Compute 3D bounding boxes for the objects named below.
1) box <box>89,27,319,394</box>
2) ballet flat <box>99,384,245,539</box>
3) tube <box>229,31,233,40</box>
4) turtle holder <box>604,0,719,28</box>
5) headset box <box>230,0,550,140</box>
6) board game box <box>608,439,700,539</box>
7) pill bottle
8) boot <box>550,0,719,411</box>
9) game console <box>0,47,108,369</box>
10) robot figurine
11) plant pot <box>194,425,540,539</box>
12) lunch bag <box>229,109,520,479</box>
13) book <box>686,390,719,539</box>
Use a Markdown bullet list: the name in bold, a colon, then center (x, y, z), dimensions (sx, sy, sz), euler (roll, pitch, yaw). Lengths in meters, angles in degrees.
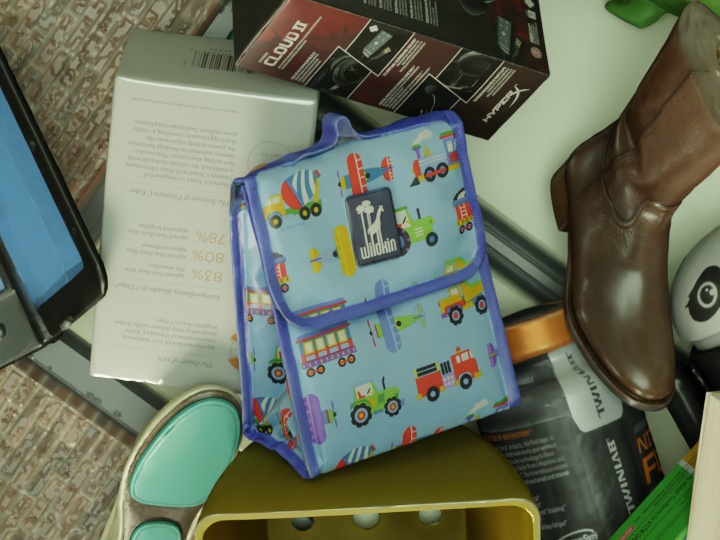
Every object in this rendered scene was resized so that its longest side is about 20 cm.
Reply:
- **box**: center (-0.095, -0.036, 1.584), dimensions (0.124, 0.098, 0.201), euler (7, 113, -1)
- **ballet flat**: center (-0.128, 0.139, 1.619), dimensions (0.069, 0.070, 0.201), euler (23, 118, -2)
- **tube**: center (-0.027, -0.211, 1.625), dimensions (0.077, 0.050, 0.201), euler (24, 89, -12)
- **turtle holder**: center (0.206, -0.211, 1.578), dimensions (0.185, 0.141, 0.132), euler (29, 93, -2)
- **headset box**: center (0.005, -0.180, 1.539), dimensions (0.199, 0.077, 0.150), euler (16, 51, -27)
- **board game box**: center (0.217, 0.217, 1.586), dimensions (0.153, 0.040, 0.201), euler (-45, 130, -22)
- **pill bottle**: center (0.135, 0.121, 1.623), dimensions (0.106, 0.106, 0.201), euler (-18, 95, 1)
- **boot**: center (0.189, -0.038, 1.530), dimensions (0.064, 0.200, 0.187), euler (-3, 63, -30)
- **game console**: center (-0.263, -0.036, 1.586), dimensions (0.175, 0.116, 0.201), euler (-26, 84, 2)
- **robot figurine**: center (0.280, 0.057, 1.608), dimensions (0.150, 0.125, 0.201), euler (-36, 96, -33)
- **plant pot**: center (0.007, 0.193, 1.578), dimensions (0.199, 0.177, 0.201), euler (-3, 113, 0)
- **lunch bag**: center (0.000, 0.000, 1.529), dimensions (0.150, 0.094, 0.201), euler (-18, 112, -24)
- **book**: center (0.291, 0.130, 1.533), dimensions (0.199, 0.048, 0.134), euler (-6, 117, -27)
